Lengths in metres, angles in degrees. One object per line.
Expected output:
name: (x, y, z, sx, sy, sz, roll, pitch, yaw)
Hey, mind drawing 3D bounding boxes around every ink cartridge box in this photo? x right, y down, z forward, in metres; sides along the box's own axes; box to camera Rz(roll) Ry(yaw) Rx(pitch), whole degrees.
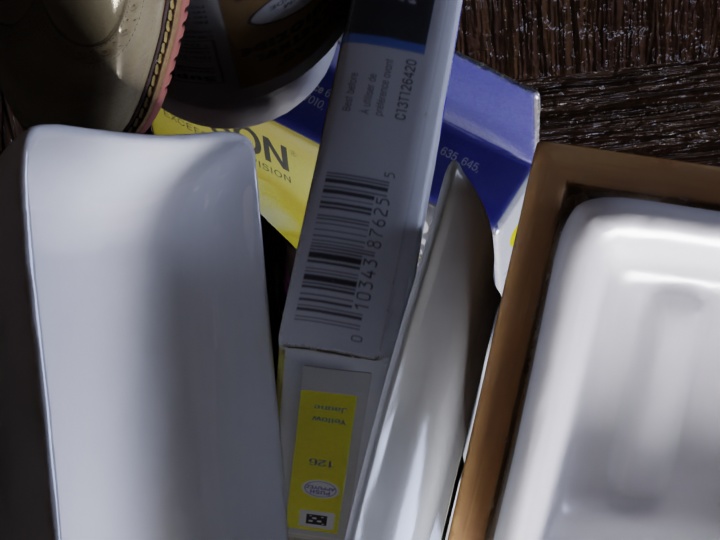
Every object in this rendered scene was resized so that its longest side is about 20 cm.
ink cartridge box: (0.000, 0.000, 0.843, 0.200, 0.047, 0.198, 102, -2, -56)
ink cartridge box: (-0.009, -0.043, 1.048, 0.047, 0.198, 0.200, -51, 154, -24)

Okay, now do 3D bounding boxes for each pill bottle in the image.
pill bottle: (-0.055, -0.125, 0.839, 0.200, 0.114, 0.115, 83, 0, -74)

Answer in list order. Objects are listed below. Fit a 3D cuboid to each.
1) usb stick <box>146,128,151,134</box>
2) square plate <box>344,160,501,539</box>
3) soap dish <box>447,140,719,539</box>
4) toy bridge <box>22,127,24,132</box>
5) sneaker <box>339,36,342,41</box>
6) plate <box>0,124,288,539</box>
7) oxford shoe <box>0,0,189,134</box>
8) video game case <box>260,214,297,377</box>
usb stick: (-0.083, -0.004, 0.844, 0.200, 0.033, 0.056, 83, -3, -48)
square plate: (0.014, 0.091, 0.749, 0.200, 0.028, 0.198, 88, 15, -71)
soap dish: (0.128, 0.045, 0.716, 0.081, 0.200, 0.158, -121, -140, -70)
toy bridge: (-0.085, 0.006, 0.691, 0.067, 0.027, 0.200, 72, 12, -82)
sneaker: (-0.034, -0.167, 1.246, 0.200, 0.088, 0.075, 42, -31, 26)
plate: (-0.060, 0.062, 0.629, 0.200, 0.032, 0.200, -12, 98, -77)
oxford shoe: (-0.091, -0.113, 0.589, 0.075, 0.070, 0.200, -49, 141, -52)
video game case: (-0.053, 0.068, 0.821, 0.200, 0.036, 0.182, 50, 42, -79)
